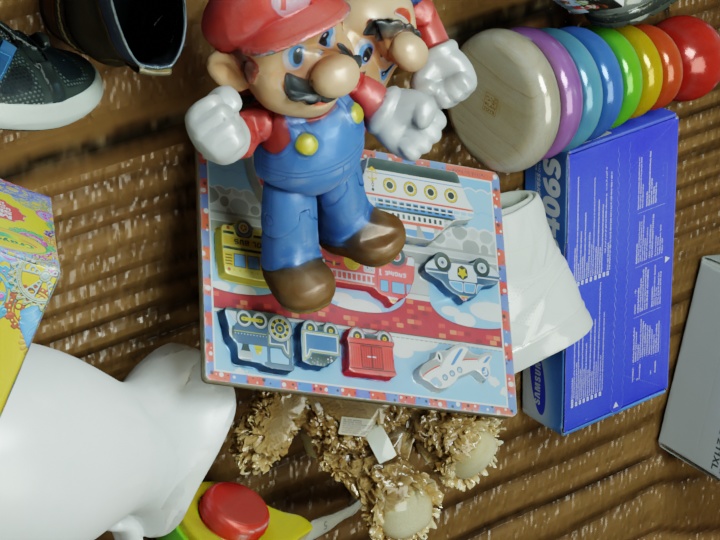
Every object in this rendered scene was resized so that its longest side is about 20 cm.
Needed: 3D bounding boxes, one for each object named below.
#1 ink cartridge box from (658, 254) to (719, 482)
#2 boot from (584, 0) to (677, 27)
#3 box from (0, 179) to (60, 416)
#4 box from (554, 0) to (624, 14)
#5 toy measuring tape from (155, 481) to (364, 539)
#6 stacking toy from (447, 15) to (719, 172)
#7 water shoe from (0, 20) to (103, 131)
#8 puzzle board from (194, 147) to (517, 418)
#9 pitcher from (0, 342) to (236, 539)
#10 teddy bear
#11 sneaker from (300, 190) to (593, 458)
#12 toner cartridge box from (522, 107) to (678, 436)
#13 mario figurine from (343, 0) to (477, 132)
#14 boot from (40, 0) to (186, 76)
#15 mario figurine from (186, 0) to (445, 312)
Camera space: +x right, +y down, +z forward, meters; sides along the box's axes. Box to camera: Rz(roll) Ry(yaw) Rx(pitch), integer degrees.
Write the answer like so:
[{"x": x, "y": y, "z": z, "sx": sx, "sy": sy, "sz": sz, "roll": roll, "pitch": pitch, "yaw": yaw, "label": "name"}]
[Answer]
[{"x": 0.314, "y": 0.062, "z": 1.776, "sx": 0.200, "sy": 0.083, "sz": 0.146, "roll": -4, "pitch": 113, "yaw": -39, "label": "ink cartridge box"}, {"x": 0.177, "y": -0.251, "z": 1.529, "sx": 0.200, "sy": 0.068, "sz": 0.131, "roll": -49, "pitch": 129, "yaw": -21, "label": "boot"}, {"x": -0.265, "y": 0.033, "z": 1.171, "sx": 0.200, "sy": 0.122, "sz": 0.193, "roll": 21, "pitch": 103, "yaw": -14, "label": "box"}, {"x": 0.107, "y": -0.260, "z": 1.418, "sx": 0.137, "sy": 0.038, "sz": 0.200, "roll": 26, "pitch": 67, "yaw": -45, "label": "box"}, {"x": -0.064, "y": 0.146, "z": 1.521, "sx": 0.200, "sy": 0.074, "sz": 0.074, "roll": -28, "pitch": 130, "yaw": -54, "label": "toy measuring tape"}, {"x": 0.149, "y": -0.116, "z": 1.555, "sx": 0.200, "sy": 0.085, "sz": 0.085, "roll": -15, "pitch": 119, "yaw": -39, "label": "stacking toy"}, {"x": -0.205, "y": -0.116, "z": 1.252, "sx": 0.200, "sy": 0.071, "sz": 0.079, "roll": 1, "pitch": 111, "yaw": -41, "label": "water shoe"}, {"x": 0.000, "y": 0.000, "z": 1.436, "sx": 0.200, "sy": 0.017, "sz": 0.151, "roll": 9, "pitch": 68, "yaw": -30, "label": "puzzle board"}, {"x": -0.173, "y": 0.121, "z": 1.365, "sx": 0.200, "sy": 0.121, "sz": 0.172, "roll": 1, "pitch": 106, "yaw": -52, "label": "pitcher"}, {"x": -0.007, "y": 0.067, "z": 1.474, "sx": 0.200, "sy": 0.067, "sz": 0.145, "roll": 31, "pitch": 93, "yaw": -13, "label": "teddy bear"}, {"x": 0.035, "y": 0.024, "z": 1.540, "sx": 0.200, "sy": 0.074, "sz": 0.116, "roll": -29, "pitch": 111, "yaw": -20, "label": "sneaker"}, {"x": 0.152, "y": -0.003, "z": 1.634, "sx": 0.095, "sy": 0.043, "sz": 0.200, "roll": -19, "pitch": 121, "yaw": -32, "label": "toner cartridge box"}, {"x": 0.031, "y": -0.159, "z": 1.406, "sx": 0.123, "sy": 0.106, "sz": 0.200, "roll": 26, "pitch": 84, "yaw": -10, "label": "mario figurine"}, {"x": -0.112, "y": -0.193, "z": 1.272, "sx": 0.075, "sy": 0.097, "sz": 0.200, "roll": -9, "pitch": 116, "yaw": -27, "label": "boot"}, {"x": -0.021, "y": -0.070, "z": 1.312, "sx": 0.123, "sy": 0.106, "sz": 0.200, "roll": -72, "pitch": 156, "yaw": -48, "label": "mario figurine"}]
